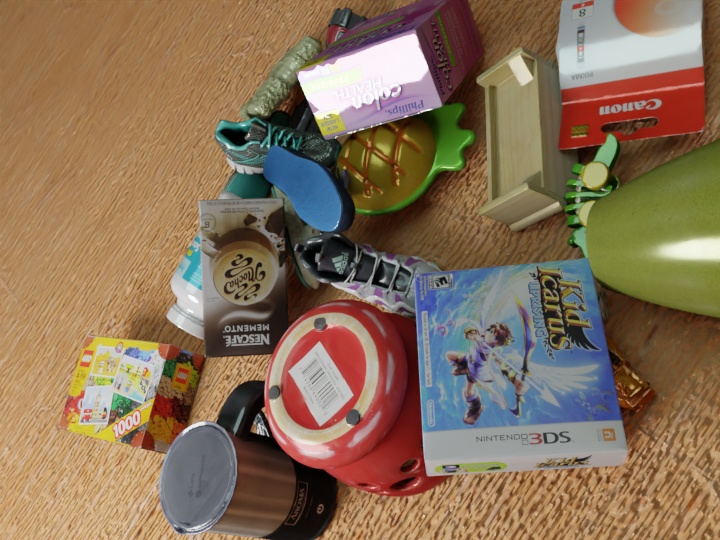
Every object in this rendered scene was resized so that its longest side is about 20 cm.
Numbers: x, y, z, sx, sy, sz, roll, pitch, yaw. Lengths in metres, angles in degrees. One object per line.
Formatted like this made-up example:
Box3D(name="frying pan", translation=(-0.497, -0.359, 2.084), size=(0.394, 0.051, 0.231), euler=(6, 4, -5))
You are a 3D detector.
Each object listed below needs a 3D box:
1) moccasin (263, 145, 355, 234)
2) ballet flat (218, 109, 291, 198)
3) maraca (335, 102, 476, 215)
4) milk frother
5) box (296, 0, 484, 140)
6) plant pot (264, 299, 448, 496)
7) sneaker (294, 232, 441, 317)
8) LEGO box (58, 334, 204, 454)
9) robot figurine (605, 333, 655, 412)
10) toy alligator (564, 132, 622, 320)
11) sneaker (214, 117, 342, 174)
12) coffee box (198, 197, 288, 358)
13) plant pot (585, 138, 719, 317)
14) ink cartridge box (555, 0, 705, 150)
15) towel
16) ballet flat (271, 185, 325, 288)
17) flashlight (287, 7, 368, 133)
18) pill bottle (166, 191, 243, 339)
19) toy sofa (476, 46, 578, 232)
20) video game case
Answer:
Box3D(name="moccasin", translation=(-0.053, -0.111, 0.947), size=(0.200, 0.068, 0.081), euler=(49, 119, 44))
Box3D(name="ballet flat", translation=(-0.165, -0.157, 1.162), size=(0.201, 0.070, 0.065), euler=(-59, 23, -5))
Box3D(name="maraca", translation=(0.054, -0.149, 0.965), size=(0.198, 0.107, 0.139), euler=(-25, 67, 20))
Box3D(name="milk frother", translation=(-0.157, 0.229, 0.894), size=(0.198, 0.188, 0.183), euler=(-10, 64, 31))
Box3D(name="box", translation=(0.044, -0.273, 0.971), size=(0.174, 0.097, 0.200), euler=(-9, 29, 32))
Box3D(name="plant pot", translation=(0.010, 0.136, 0.825), size=(0.198, 0.182, 0.203), euler=(-14, 61, 27))
Box3D(name="sneaker", translation=(0.000, 0.000, 0.912), size=(0.198, 0.139, 0.079), euler=(10, 83, 39))
Box3D(name="LEGO box", translation=(-0.345, 0.184, 1.117), size=(0.198, 0.077, 0.151), euler=(1, 71, 35))
Box3D(name="robot figurine", translation=(0.199, 0.095, 0.784), size=(0.145, 0.058, 0.200), euler=(-48, 51, 3))
Box3D(name="toy alligator", translation=(0.248, -0.049, 0.808), size=(0.054, 0.059, 0.203), euler=(2, 84, 35))
Box3D(name="sneaker", translation=(-0.124, -0.175, 1.053), size=(0.198, 0.091, 0.079), euler=(5, 72, 24))
Box3D(name="coffee box", translation=(-0.153, 0.009, 0.986), size=(0.111, 0.080, 0.203), euler=(-3, 91, -9))
Box3D(name="plant pot", translation=(0.323, -0.035, 0.693), size=(0.198, 0.186, 0.190), euler=(-7, 65, 43))
Box3D(name="ink cartridge box", translation=(0.302, -0.239, 0.842), size=(0.160, 0.050, 0.202), euler=(-3, 57, 29))
Box3D(name="towel", translation=(-0.127, -0.284, 1.125), size=(0.149, 0.036, 0.200), euler=(-52, 18, -3))
Box3D(name="ballet flat", translation=(-0.078, -0.067, 1.051), size=(0.062, 0.067, 0.202), euler=(-28, 56, 10))
Box3D(name="flashlight", translation=(-0.049, -0.295, 1.134), size=(0.068, 0.067, 0.202), euler=(24, 90, 48))
Box3D(name="pill bottle", translation=(-0.201, -0.004, 1.077), size=(0.110, 0.111, 0.201), euler=(28, 87, 39))
Box3D(name="toy sofa", translation=(0.201, -0.153, 0.890), size=(0.083, 0.097, 0.203), euler=(-27, 54, 51))
Box3D(name="video game case", translation=(0.146, 0.089, 0.717), size=(0.179, 0.046, 0.202), euler=(-5, 58, 6))
